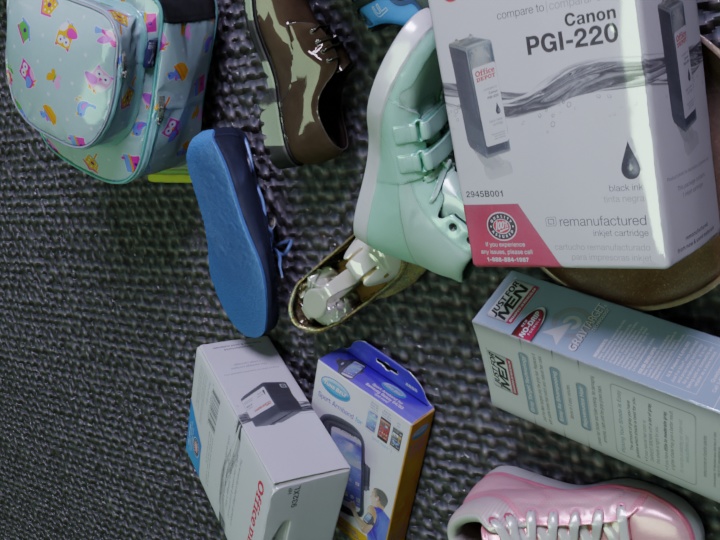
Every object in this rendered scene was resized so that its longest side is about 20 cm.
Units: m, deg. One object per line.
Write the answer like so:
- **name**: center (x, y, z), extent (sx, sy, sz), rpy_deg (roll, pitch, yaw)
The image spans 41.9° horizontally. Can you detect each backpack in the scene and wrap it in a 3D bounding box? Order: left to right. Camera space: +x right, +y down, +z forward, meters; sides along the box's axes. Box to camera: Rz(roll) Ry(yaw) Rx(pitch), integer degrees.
- **backpack**: center (-0.233, -0.183, 0.879), extent (0.174, 0.153, 0.202), rpy_deg (24, 127, 23)

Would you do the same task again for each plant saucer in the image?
- **plant saucer**: center (0.180, -0.074, 0.633), extent (0.199, 0.036, 0.203), rpy_deg (18, 119, 37)

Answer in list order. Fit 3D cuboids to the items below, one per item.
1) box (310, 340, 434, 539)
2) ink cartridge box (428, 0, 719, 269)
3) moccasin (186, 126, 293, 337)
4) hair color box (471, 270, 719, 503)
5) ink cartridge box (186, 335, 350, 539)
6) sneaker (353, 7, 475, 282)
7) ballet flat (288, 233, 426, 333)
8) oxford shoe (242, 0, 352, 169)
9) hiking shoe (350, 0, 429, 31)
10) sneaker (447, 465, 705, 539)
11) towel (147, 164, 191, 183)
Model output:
- **box**: center (0.003, 0.168, 0.902), extent (0.118, 0.041, 0.202), rpy_deg (30, 128, 31)
- **ink cartridge box**: center (0.130, -0.108, 0.581), extent (0.144, 0.084, 0.203), rpy_deg (1, 107, 43)
- **moccasin**: center (-0.103, -0.038, 0.895), extent (0.080, 0.068, 0.203), rpy_deg (5, 112, 33)
- **hair color box**: center (0.182, 0.079, 0.657), extent (0.198, 0.061, 0.100), rpy_deg (20, 143, 36)
- **ink cartridge box**: center (-0.098, 0.185, 0.927), extent (0.200, 0.083, 0.147), rpy_deg (51, 137, 45)
- **sneaker**: center (0.065, -0.083, 0.679), extent (0.117, 0.074, 0.202), rpy_deg (26, 135, 19)
- **ballet flat**: center (0.000, 0.000, 0.812), extent (0.200, 0.070, 0.071), rpy_deg (-39, 80, 45)
- **oxford shoe**: center (-0.044, -0.190, 0.782), extent (0.083, 0.073, 0.203), rpy_deg (-2, 109, 26)
- **hiking shoe**: center (0.003, -0.225, 0.706), extent (0.199, 0.074, 0.088), rpy_deg (35, 128, 27)
- **sneaker**: center (0.156, 0.210, 0.730), extent (0.199, 0.104, 0.076), rpy_deg (1, 106, 42)
- **towel**: center (-0.201, -0.189, 0.957), extent (0.085, 0.018, 0.203), rpy_deg (5, 110, 36)
